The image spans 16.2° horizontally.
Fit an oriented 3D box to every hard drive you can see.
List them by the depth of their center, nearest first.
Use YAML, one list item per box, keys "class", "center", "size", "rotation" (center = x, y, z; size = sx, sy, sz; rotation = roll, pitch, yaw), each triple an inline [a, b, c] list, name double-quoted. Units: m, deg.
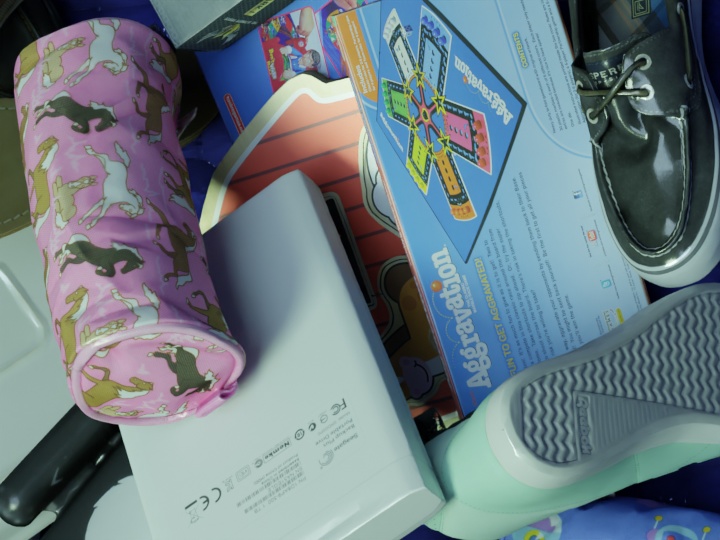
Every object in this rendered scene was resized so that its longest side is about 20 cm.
- class: "hard drive"
  center: [-0.048, 0.062, 1.154]
  size: [0.132, 0.027, 0.200]
  rotation: [-35, 47, 14]

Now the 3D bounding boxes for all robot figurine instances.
- class: "robot figurine"
  center: [-0.091, 0.146, 1.230]
  size: [0.200, 0.150, 0.125]
  rotation: [-51, 37, -9]

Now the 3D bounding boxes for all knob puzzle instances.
- class: "knob puzzle"
  center: [0.000, 0.000, 1.228]
  size: [0.219, 0.030, 0.220]
  rotation: [6, 108, 18]

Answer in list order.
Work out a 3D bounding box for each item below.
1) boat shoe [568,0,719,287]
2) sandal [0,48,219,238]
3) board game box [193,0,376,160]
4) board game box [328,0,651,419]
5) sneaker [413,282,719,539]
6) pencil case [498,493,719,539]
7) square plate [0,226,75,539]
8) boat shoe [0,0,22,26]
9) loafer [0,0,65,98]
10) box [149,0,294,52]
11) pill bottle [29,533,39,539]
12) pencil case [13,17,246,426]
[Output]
- class: "boat shoe"
  center: [0.124, -0.093, 1.139]
  size: [0.070, 0.066, 0.200]
  rotation: [-13, 68, 36]
- class: "sandal"
  center: [-0.171, -0.053, 1.278]
  size: [0.078, 0.211, 0.070]
  rotation: [66, 158, 8]
- class: "board game box"
  center: [-0.036, -0.173, 1.257]
  size: [0.134, 0.045, 0.200]
  rotation: [-27, 81, 24]
- class: "board game box"
  center: [0.064, -0.039, 1.178]
  size: [0.103, 0.019, 0.200]
  rotation: [-19, 98, -6]
- class: "sneaker"
  center: [0.110, 0.066, 1.144]
  size: [0.118, 0.200, 0.074]
  rotation: [-37, 70, 52]
- class: "pencil case"
  center: [0.158, 0.146, 1.159]
  size: [0.200, 0.078, 0.087]
  rotation: [7, 77, 26]
- class: "square plate"
  center: [-0.193, 0.035, 1.291]
  size: [0.198, 0.028, 0.200]
  rotation: [-34, 73, -15]
- class: "boat shoe"
  center: [-0.192, -0.167, 1.278]
  size: [0.076, 0.072, 0.200]
  rotation: [23, 68, -5]
- class: "loafer"
  center: [-0.236, -0.154, 1.339]
  size: [0.200, 0.072, 0.073]
  rotation: [38, 106, 19]
- class: "box"
  center: [-0.066, -0.229, 1.216]
  size: [0.158, 0.051, 0.200]
  rotation: [-33, 79, 23]
- class: "pill bottle"
  center: [-0.222, 0.208, 1.326]
  size: [0.111, 0.111, 0.200]
  rotation: [14, 98, 25]
- class: "pencil case"
  center: [-0.108, -0.023, 1.172]
  size: [0.086, 0.083, 0.200]
  rotation: [-8, 53, -6]
